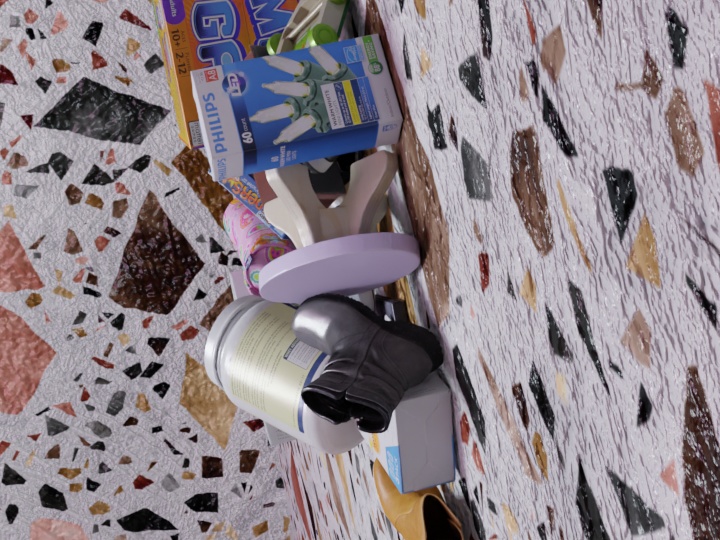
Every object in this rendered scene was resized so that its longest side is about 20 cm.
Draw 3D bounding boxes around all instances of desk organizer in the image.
[{"bbox_3d":[-0.091,-0.159,1.665,0.077,0.071,0.202,-42,59,48],"label":"desk organizer"}]

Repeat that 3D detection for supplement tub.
[{"bbox_3d":[-0.077,0.120,1.703,0.199,0.145,0.146,23,134,35],"label":"supplement tub"}]

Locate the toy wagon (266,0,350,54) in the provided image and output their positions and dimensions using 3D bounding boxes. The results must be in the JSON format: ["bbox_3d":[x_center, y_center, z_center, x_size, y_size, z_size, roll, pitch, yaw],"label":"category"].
[{"bbox_3d":[-0.068,-0.232,1.565,0.155,0.039,0.202,-33,38,55],"label":"toy wagon"}]

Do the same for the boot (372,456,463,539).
[{"bbox_3d":[0.072,0.264,1.563,0.144,0.070,0.202,87,158,-63],"label":"boot"}]

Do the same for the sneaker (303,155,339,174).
[{"bbox_3d":[-0.020,-0.191,1.576,0.066,0.090,0.201,46,-152,-28],"label":"sneaker"}]

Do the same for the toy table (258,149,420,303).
[{"bbox_3d":[-0.027,-0.046,1.517,0.183,0.198,0.118,26,-126,-57],"label":"toy table"}]

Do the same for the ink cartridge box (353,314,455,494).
[{"bbox_3d":[0.036,0.143,1.569,0.200,0.067,0.116,-130,32,-60],"label":"ink cartridge box"}]

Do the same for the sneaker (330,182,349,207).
[{"bbox_3d":[-0.076,-0.107,1.786,0.200,0.093,0.071,53,130,35],"label":"sneaker"}]

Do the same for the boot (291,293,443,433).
[{"bbox_3d":[-0.024,0.095,1.481,0.199,0.132,0.070,11,130,39],"label":"boot"}]

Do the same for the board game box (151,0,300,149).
[{"bbox_3d":[-0.153,-0.282,1.845,0.200,0.198,0.202,-139,39,-75],"label":"board game box"}]

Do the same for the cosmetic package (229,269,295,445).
[{"bbox_3d":[-0.074,0.105,1.935,0.201,0.166,0.167,85,170,-54],"label":"cosmetic package"}]

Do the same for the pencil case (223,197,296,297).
[{"bbox_3d":[-0.129,-0.033,1.852,0.200,0.087,0.088,-118,18,-62],"label":"pencil case"}]

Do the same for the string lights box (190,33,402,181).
[{"bbox_3d":[-0.066,-0.167,1.448,0.059,0.198,0.104,102,153,-69],"label":"string lights box"}]

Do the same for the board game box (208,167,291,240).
[{"bbox_3d":[-0.105,-0.092,1.853,0.135,0.035,0.200,42,-169,15],"label":"board game box"}]

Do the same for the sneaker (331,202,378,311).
[{"bbox_3d":[0.000,0.000,1.683,0.073,0.071,0.201,28,139,30],"label":"sneaker"}]

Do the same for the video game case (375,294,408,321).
[{"bbox_3d":[0.041,0.103,1.723,0.200,0.019,0.144,-170,68,-81],"label":"video game case"}]

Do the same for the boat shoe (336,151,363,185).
[{"bbox_3d":[-0.039,-0.197,1.710,0.093,0.074,0.202,-20,81,63],"label":"boat shoe"}]
